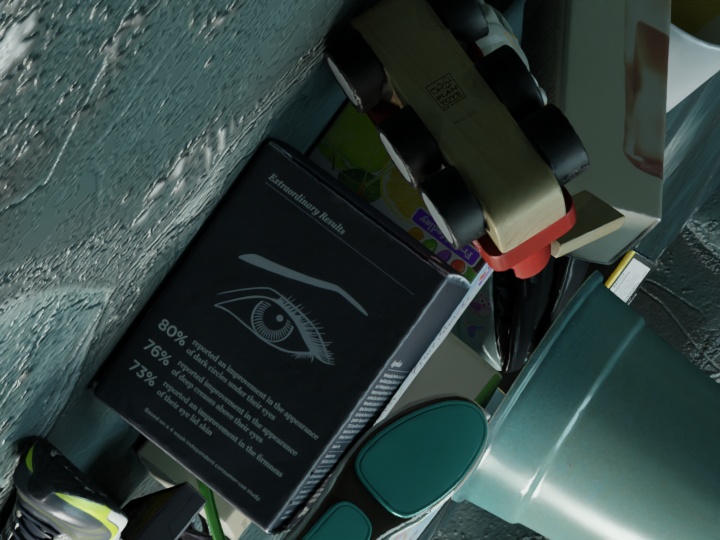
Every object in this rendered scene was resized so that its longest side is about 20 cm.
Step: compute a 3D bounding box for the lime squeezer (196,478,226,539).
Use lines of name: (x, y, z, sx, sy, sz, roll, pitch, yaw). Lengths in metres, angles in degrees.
lime squeezer: (-0.094, 0.098, 1.626, 0.038, 0.070, 0.202, 127, -22, -85)

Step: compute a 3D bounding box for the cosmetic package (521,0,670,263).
cosmetic package: (0.169, -0.120, 1.734, 0.103, 0.087, 0.202, 135, -36, -64)

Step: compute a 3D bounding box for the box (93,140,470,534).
box: (-0.047, 0.043, 1.494, 0.201, 0.148, 0.104, -53, 169, 3)

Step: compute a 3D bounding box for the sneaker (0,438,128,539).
sneaker: (-0.195, 0.169, 1.481, 0.081, 0.074, 0.200, -46, 166, -17)

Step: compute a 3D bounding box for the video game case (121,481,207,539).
video game case: (-0.197, 0.235, 1.641, 0.200, 0.025, 0.181, -49, -173, -19)

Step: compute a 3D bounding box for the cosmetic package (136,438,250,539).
cosmetic package: (-0.065, 0.089, 1.719, 0.200, 0.087, 0.103, -51, 171, -9)

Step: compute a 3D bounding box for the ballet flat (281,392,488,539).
ballet flat: (-0.001, 0.151, 1.504, 0.200, 0.069, 0.070, -44, 167, -23)

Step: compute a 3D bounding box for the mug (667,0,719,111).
mug: (0.231, -0.192, 1.956, 0.186, 0.150, 0.153, -28, 161, -51)

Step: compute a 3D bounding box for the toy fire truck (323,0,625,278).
toy fire truck: (0.083, -0.073, 1.480, 0.128, 0.177, 0.200, -32, 153, -5)

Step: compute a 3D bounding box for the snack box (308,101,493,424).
snack box: (0.000, 0.000, 1.570, 0.201, 0.142, 0.053, -53, 169, 2)

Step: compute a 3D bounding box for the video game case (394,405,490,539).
video game case: (0.026, 0.190, 1.697, 0.200, 0.017, 0.143, -52, 170, -11)

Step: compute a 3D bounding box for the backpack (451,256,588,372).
backpack: (0.102, -0.024, 1.869, 0.167, 0.126, 0.202, -30, 128, -48)

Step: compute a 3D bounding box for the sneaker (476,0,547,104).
sneaker: (0.080, -0.148, 1.637, 0.075, 0.093, 0.200, -19, -173, -7)

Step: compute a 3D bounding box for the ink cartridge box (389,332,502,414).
ink cartridge box: (0.022, 0.137, 1.810, 0.145, 0.084, 0.200, -50, 172, -19)

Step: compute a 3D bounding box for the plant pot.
plant pot: (0.200, 0.138, 1.728, 0.201, 0.195, 0.200, -54, 171, -13)

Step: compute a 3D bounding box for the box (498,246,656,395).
box: (0.130, 0.003, 1.986, 0.049, 0.200, 0.160, 25, 103, -49)

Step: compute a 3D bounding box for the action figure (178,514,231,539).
action figure: (-0.150, 0.254, 1.852, 0.200, 0.102, 0.120, -31, 144, -60)
